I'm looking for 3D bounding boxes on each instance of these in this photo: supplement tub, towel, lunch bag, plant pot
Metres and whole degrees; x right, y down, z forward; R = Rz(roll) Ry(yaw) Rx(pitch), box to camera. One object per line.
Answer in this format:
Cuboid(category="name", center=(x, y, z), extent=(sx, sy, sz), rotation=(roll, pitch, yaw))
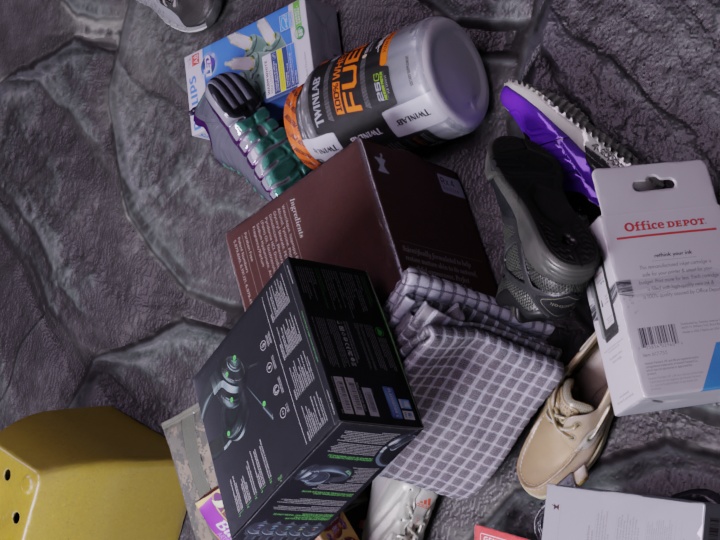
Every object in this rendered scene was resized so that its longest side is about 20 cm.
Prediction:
Cuboid(category="supplement tub", center=(0.023, -0.175, 1.356), extent=(0.199, 0.122, 0.124), rotation=(-17, 72, 37))
Cuboid(category="towel", center=(0.074, 0.113, 1.199), extent=(0.201, 0.164, 0.086), rotation=(-57, 24, 29))
Cuboid(category="lunch bag", center=(-0.096, 0.200, 1.394), extent=(0.199, 0.117, 0.166), rotation=(-29, 71, 30))
Cuboid(category="plant pot", center=(-0.343, 0.274, 1.536), extent=(0.193, 0.199, 0.198), rotation=(20, 95, 40))

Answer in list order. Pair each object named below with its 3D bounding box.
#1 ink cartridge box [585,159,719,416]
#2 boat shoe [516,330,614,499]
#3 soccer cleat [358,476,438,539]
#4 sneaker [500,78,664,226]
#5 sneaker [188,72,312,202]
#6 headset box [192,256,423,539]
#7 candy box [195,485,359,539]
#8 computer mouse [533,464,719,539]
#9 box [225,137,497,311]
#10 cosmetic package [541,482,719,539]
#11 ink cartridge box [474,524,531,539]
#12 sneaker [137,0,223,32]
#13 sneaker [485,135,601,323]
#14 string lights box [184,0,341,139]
Cuboid(category="ink cartridge box", center=(0.258, 0.013, 1.122), extent=(0.068, 0.115, 0.202), rotation=(120, 142, -68))
Cuboid(category="boat shoe", center=(0.197, 0.122, 1.193), extent=(0.072, 0.065, 0.201), rotation=(47, 112, 35))
Cuboid(category="soccer cleat", center=(0.042, 0.244, 1.305), extent=(0.077, 0.069, 0.203), rotation=(-5, 77, 34))
Cuboid(category="sneaker", center=(0.186, -0.100, 1.240), extent=(0.200, 0.069, 0.100), rotation=(47, 114, 36))
Cuboid(category="sneaker", center=(-0.116, -0.125, 1.483), extent=(0.201, 0.074, 0.087), rotation=(56, 141, 2))
Cuboid(category="headset box", center=(-0.057, 0.122, 1.157), extent=(0.200, 0.092, 0.175), rotation=(-50, 45, 34))
Cuboid(category="candy box", center=(-0.061, 0.279, 1.279), extent=(0.116, 0.056, 0.201), rotation=(-34, 87, 31))
Cuboid(category="computer mouse", center=(0.243, 0.225, 1.150), extent=(0.200, 0.046, 0.141), rotation=(-46, 63, 36))
Cuboid(category="box", center=(0.000, 0.000, 1.316), extent=(0.199, 0.165, 0.166), rotation=(-33, 62, 32))
Cuboid(category="cosmetic package", center=(0.217, 0.285, 1.080), extent=(0.150, 0.051, 0.203), rotation=(1, 79, 39))
Cuboid(category="ink cartridge box", center=(0.168, 0.339, 1.170), extent=(0.198, 0.044, 0.179), rotation=(7, 102, 40))
Cuboid(category="sneaker", center=(-0.268, -0.357, 1.637), extent=(0.199, 0.115, 0.076), rotation=(26, 99, 40))
Cuboid(category="sneaker", center=(0.148, -0.030, 1.170), extent=(0.201, 0.075, 0.115), rotation=(-109, 26, -44))
Cuboid(category="string lights box", center=(-0.113, -0.228, 1.521), extent=(0.199, 0.059, 0.104), rotation=(-18, 73, 37))
